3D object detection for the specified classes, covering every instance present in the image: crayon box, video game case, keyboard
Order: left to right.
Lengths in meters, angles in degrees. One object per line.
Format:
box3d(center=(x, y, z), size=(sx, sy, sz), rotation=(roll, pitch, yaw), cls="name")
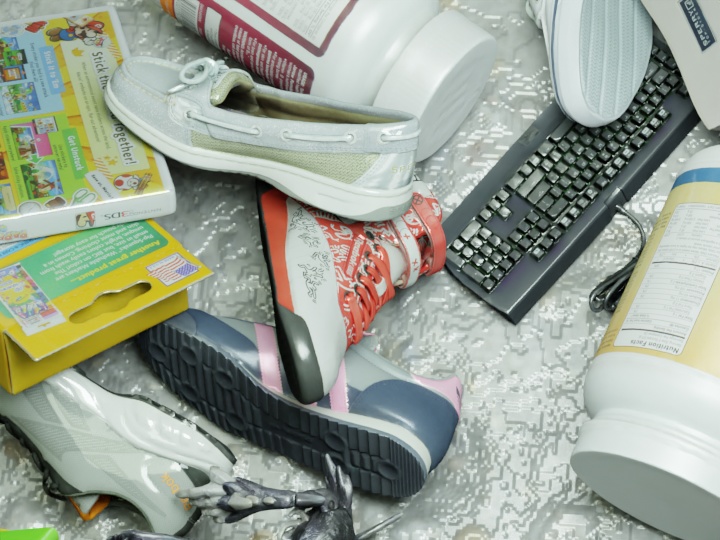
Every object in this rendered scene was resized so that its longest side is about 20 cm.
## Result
box3d(center=(-0.218, -0.085, 1.723), size=(0.181, 0.023, 0.200), rotation=(-10, 40, -10), cls="video game case")
box3d(center=(-0.190, -0.004, 1.682), size=(0.125, 0.052, 0.200), rotation=(-26, 44, -27), cls="crayon box")
box3d(center=(0.147, -0.048, 1.743), size=(0.127, 0.021, 0.200), rotation=(38, 78, 17), cls="keyboard")

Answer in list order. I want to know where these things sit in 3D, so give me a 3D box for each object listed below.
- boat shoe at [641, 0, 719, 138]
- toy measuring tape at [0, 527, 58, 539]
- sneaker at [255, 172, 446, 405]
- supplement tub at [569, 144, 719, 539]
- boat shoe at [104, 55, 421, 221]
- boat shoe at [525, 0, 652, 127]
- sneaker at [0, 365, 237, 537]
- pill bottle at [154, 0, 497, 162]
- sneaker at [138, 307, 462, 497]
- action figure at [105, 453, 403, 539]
box3d(center=(0.224, -0.171, 1.744), size=(0.093, 0.075, 0.201), rotation=(-5, 72, -44), cls="boat shoe")
box3d(center=(-0.246, 0.190, 1.672), size=(0.199, 0.074, 0.074), rotation=(-6, 68, 20), cls="toy measuring tape")
box3d(center=(0.000, -0.001, 1.674), size=(0.107, 0.067, 0.202), rotation=(-7, 33, -3), cls="sneaker")
box3d(center=(0.214, 0.045, 1.636), size=(0.144, 0.145, 0.200), rotation=(22, 73, 12), cls="supplement tub")
box3d(center=(-0.057, -0.090, 1.678), size=(0.201, 0.074, 0.065), rotation=(23, 117, 23), cls="boat shoe")
box3d(center=(0.137, -0.172, 1.771), size=(0.067, 0.073, 0.201), rotation=(-17, 52, 41), cls="boat shoe")
box3d(center=(-0.175, 0.096, 1.690), size=(0.200, 0.074, 0.080), rotation=(25, 81, 14), cls="sneaker")
box3d(center=(-0.022, -0.157, 1.750), size=(0.200, 0.110, 0.110), rotation=(35, 76, 15), cls="pill bottle")
box3d(center=(-0.033, 0.062, 1.703), size=(0.200, 0.070, 0.082), rotation=(26, 51, 15), cls="sneaker")
box3d(center=(-0.065, 0.169, 1.628), size=(0.102, 0.200, 0.119), rotation=(0, 94, 43), cls="action figure")
